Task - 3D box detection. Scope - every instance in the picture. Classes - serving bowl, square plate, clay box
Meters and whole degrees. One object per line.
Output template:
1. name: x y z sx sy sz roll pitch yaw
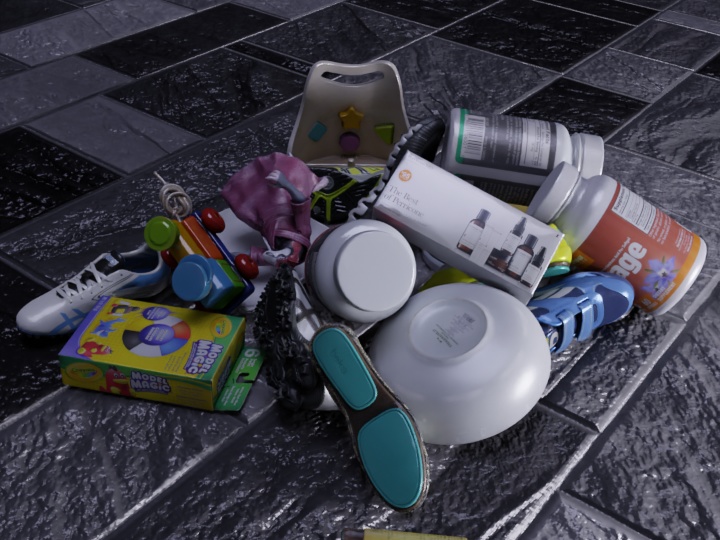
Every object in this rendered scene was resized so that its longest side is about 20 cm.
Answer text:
1. serving bowl: 0.097 0.082 0.982 0.198 0.066 0.201 -10 43 9
2. square plate: -0.133 -0.023 1.207 0.197 0.029 0.199 29 42 34
3. clay box: -0.211 0.089 1.019 0.198 0.048 0.115 7 34 8

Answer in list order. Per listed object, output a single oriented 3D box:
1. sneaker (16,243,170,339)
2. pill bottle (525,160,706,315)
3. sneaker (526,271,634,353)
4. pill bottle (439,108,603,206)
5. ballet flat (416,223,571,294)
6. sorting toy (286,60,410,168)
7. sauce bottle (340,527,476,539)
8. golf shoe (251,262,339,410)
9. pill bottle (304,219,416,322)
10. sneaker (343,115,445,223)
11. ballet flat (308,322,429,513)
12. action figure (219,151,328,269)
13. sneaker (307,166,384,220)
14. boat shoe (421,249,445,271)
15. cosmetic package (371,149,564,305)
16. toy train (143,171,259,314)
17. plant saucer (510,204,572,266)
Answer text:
1. sneaker: -0.314 0.017 1.099 0.199 0.073 0.072 -28 46 -35
2. pill bottle: 0.304 -0.043 1.128 0.199 0.112 0.112 33 37 -1
3. sneaker: 0.226 0.058 1.074 0.198 0.074 0.082 -12 34 -6
4. pill bottle: 0.206 -0.142 1.215 0.198 0.114 0.113 9 34 0
5. ballet flat: 0.150 -0.006 1.108 0.198 0.068 0.067 -17 -12 18
6. sorting toy: -0.012 -0.220 1.371 0.198 0.181 0.107 0 34 -5
7. sauce bottle: 0.079 0.254 0.778 0.198 0.065 0.065 3 34 4
8. golf shoe: -0.060 0.078 1.026 0.094 0.078 0.201 22 35 -32
9. pill bottle: 0.000 0.000 1.033 0.110 0.112 0.200 -4 2 -9
10. sneaker: 0.065 -0.106 1.235 0.090 0.201 0.066 40 9 27
11. ballet flat: 0.015 0.142 0.919 0.068 0.075 0.201 -32 71 5
12. action figure: -0.104 -0.053 1.174 0.149 0.134 0.201 30 27 -43
13. sneaker: -0.015 -0.111 1.324 0.198 0.076 0.076 5 13 -1
14. boat shoe: 0.111 -0.063 1.244 0.071 0.071 0.201 -5 35 -11
15. cosmetic package: 0.118 -0.048 1.039 0.199 0.051 0.083 29 72 8
16. toy train: -0.211 -0.042 1.067 0.200 0.085 0.116 52 10 12
17. plant saucer: 0.242 -0.067 1.258 0.198 0.049 0.201 -6 42 -16
